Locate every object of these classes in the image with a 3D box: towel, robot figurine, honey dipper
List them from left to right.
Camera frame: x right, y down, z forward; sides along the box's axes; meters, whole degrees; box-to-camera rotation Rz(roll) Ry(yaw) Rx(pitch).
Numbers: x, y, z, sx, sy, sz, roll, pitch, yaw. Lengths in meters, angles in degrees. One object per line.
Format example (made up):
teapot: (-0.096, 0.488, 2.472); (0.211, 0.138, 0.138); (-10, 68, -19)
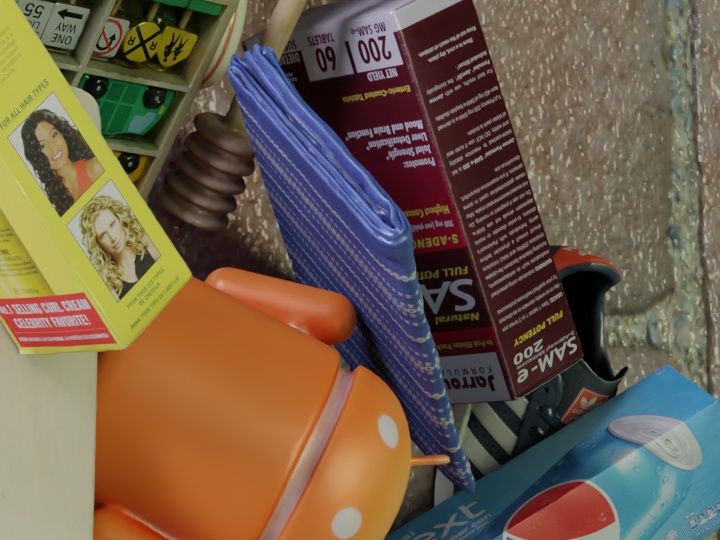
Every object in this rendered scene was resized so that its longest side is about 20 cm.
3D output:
robot figurine: (-0.062, 0.071, 1.270); (0.199, 0.117, 0.144); (28, 25, -3)
honey dipper: (-0.038, -0.112, 1.321); (0.038, 0.038, 0.201); (9, 115, -43)
towel: (0.000, 0.000, 1.307); (0.024, 0.145, 0.201); (-32, 142, -12)

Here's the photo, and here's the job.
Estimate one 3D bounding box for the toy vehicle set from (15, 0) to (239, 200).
toy vehicle set: (-0.157, -0.088, 1.237); (0.199, 0.027, 0.125); (8, 116, -43)

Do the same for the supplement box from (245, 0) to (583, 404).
supplement box: (0.027, -0.035, 1.402); (0.061, 0.108, 0.201); (-30, 106, -42)

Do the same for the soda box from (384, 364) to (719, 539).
soda box: (0.096, 0.131, 1.419); (0.199, 0.068, 0.064); (-31, 111, -8)

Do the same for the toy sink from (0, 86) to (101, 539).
toy sink: (-0.193, 0.022, 1.179); (0.130, 0.112, 0.202); (5, 83, -45)

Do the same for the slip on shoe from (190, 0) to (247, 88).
slip on shoe: (-0.097, -0.183, 1.327); (0.061, 0.074, 0.202); (-9, 89, -31)

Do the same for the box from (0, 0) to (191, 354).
box: (-0.150, -0.059, 1.101); (0.050, 0.075, 0.201); (-49, 120, -33)

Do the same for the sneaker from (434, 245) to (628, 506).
sneaker: (0.095, 0.083, 1.474); (0.075, 0.084, 0.202); (13, 77, -43)
